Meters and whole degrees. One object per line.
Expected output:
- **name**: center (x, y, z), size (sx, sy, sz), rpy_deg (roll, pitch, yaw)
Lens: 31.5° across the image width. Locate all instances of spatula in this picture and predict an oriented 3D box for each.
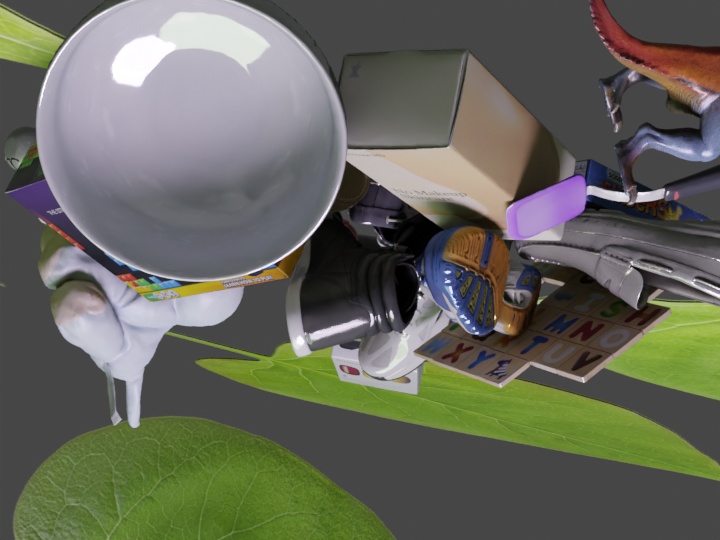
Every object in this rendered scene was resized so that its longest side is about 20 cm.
- **spatula**: center (0.201, -0.057, 0.914), size (0.197, 0.021, 0.057), rpy_deg (-10, 149, 4)

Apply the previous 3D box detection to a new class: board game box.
- **board game box**: center (0.215, -0.038, 1.094), size (0.198, 0.035, 0.135), rpy_deg (20, 164, -33)
- **board game box**: center (-0.161, -0.049, 1.006), size (0.165, 0.057, 0.199), rpy_deg (39, 149, -31)

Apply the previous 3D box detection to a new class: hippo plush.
- **hippo plush**: center (-0.190, 0.017, 1.167), size (0.159, 0.202, 0.159), rpy_deg (-23, 171, -1)

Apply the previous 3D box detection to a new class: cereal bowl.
- **cereal bowl**: center (-0.107, -0.098, 0.839), size (0.197, 0.202, 0.084), rpy_deg (12, -154, -6)

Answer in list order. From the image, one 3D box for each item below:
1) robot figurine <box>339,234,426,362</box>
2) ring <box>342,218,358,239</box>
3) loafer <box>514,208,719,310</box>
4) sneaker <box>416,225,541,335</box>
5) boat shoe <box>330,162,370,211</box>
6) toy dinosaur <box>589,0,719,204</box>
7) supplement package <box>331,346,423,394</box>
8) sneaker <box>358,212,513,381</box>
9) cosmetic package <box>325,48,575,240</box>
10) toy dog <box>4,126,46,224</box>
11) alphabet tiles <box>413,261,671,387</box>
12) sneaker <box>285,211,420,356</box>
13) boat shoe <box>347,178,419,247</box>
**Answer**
- **robot figurine**: center (0.028, 0.030, 1.354), size (0.197, 0.126, 0.150), rpy_deg (9, 168, 8)
- **ring**: center (-0.097, -0.056, 1.171), size (0.198, 0.019, 0.201), rpy_deg (12, -165, -3)
- **loafer**: center (0.212, -0.006, 0.992), size (0.198, 0.071, 0.070), rpy_deg (6, 168, 26)
- **sneaker**: center (0.075, 0.008, 1.002), size (0.087, 0.076, 0.200), rpy_deg (17, 174, 24)
- **boat shoe**: center (-0.048, -0.099, 0.982), size (0.064, 0.073, 0.199), rpy_deg (2, 159, 39)
- **toy dinosaur**: center (0.236, -0.091, 0.739), size (0.179, 0.106, 0.200), rpy_deg (-13, 150, 11)
- **supplement package**: center (0.029, 0.083, 1.625), size (0.112, 0.111, 0.200), rpy_deg (9, 168, 5)
- **sneaker**: center (0.041, 0.011, 1.139), size (0.115, 0.201, 0.076), rpy_deg (14, -152, -53)
- **cosmetic package**: center (0.071, -0.086, 0.923), size (0.104, 0.072, 0.199), rpy_deg (4, 166, 33)
- **toy dog**: center (-0.265, -0.064, 1.262), size (0.198, 0.098, 0.132), rpy_deg (16, 166, -23)
- **alphabet tiles**: center (0.158, 0.043, 1.065), size (0.199, 0.166, 0.008), rpy_deg (15, 135, 60)
- **sneaker**: center (0.000, 0.000, 1.020), size (0.098, 0.071, 0.201), rpy_deg (-8, -153, 7)
- **boat shoe**: center (0.023, -0.045, 1.167), size (0.072, 0.064, 0.200), rpy_deg (8, 167, 14)
